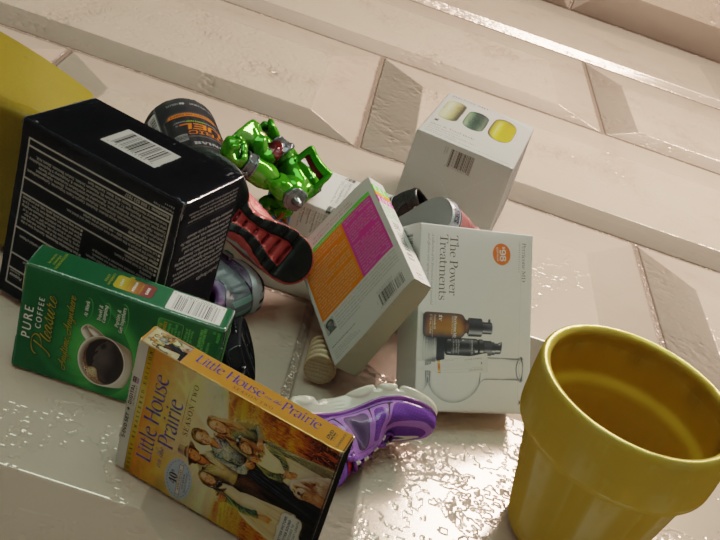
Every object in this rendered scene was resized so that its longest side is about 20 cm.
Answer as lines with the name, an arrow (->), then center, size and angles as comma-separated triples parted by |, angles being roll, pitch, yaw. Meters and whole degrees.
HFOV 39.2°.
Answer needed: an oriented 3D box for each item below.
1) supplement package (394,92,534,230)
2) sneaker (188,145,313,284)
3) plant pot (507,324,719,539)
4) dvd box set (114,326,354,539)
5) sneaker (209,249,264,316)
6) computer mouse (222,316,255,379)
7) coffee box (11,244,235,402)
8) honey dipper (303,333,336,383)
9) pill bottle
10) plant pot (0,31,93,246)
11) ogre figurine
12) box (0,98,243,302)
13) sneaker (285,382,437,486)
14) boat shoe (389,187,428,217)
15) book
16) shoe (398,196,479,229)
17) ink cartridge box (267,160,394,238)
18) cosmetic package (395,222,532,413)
supplement package -> 0.154, -0.148, 1.522 | 0.150, 0.153, 0.200 | 23, 29, 8
sneaker -> -0.144, -0.055, 1.165 | 0.200, 0.074, 0.087 | 46, -16, -9
plant pot -> 0.232, 0.186, 0.978 | 0.197, 0.191, 0.202 | 15, 30, -9
dvd box set -> -0.113, 0.154, 0.864 | 0.198, 0.148, 0.029 | 27, 32, 12
sneaker -> -0.205, -0.010, 1.157 | 0.198, 0.075, 0.087 | 33, 37, 20
computer mouse -> -0.129, 0.111, 1.015 | 0.033, 0.059, 0.201 | -14, 27, 2
coffee box -> -0.228, 0.063, 0.969 | 0.197, 0.125, 0.044 | 17, 30, -2
honey dipper -> -0.036, 0.064, 1.179 | 0.037, 0.038, 0.201 | 18, 26, -4
pill bottle -> -0.219, -0.134, 1.316 | 0.104, 0.108, 0.201 | 4, 33, -25
plant pot -> -0.402, -0.142, 1.145 | 0.174, 0.202, 0.201 | 15, 28, -27
ogre figurine -> -0.104, -0.128, 1.249 | 0.120, 0.098, 0.200 | 43, -4, -2
box -> -0.251, -0.040, 1.045 | 0.198, 0.201, 0.123 | 28, 27, 14
sneaker -> -0.010, 0.170, 0.998 | 0.197, 0.081, 0.084 | -6, 54, -26
boat shoe -> 0.111, -0.033, 1.308 | 0.200, 0.066, 0.070 | 46, 35, -22
book -> 0.000, 0.000, 1.129 | 0.048, 0.134, 0.201 | 28, 25, -31
shoe -> 0.052, -0.020, 1.233 | 0.091, 0.198, 0.073 | 33, 42, -47
ink cartridge box -> -0.025, -0.072, 1.370 | 0.197, 0.069, 0.116 | 21, 31, 2
cosmetic package -> 0.117, 0.056, 1.129 | 0.148, 0.204, 0.051 | 5, -6, -27
